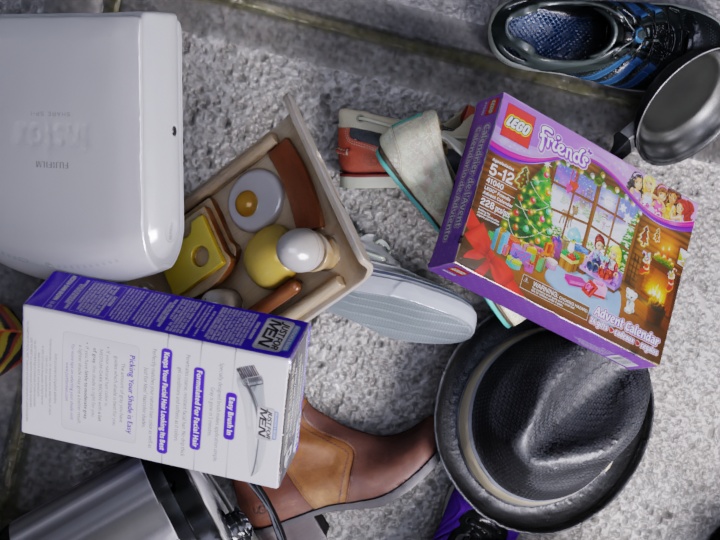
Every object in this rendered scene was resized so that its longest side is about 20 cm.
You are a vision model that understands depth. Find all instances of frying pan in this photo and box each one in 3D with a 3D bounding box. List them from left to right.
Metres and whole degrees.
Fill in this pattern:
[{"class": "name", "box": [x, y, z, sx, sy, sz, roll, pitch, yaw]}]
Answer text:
[{"class": "frying pan", "box": [0.236, -0.107, 1.227, 0.190, 0.031, 0.115, -44, 144, 10]}]

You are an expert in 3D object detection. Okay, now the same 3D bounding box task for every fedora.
[{"class": "fedora", "box": [0.159, 0.108, 1.203, 0.199, 0.092, 0.202, 4, 77, -17]}]

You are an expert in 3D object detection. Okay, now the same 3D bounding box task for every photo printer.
[{"class": "photo printer", "box": [-0.210, -0.090, 1.138, 0.165, 0.069, 0.201, 4, 99, 24]}]

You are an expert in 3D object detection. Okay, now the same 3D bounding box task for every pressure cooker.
[{"class": "pressure cooker", "box": [-0.153, 0.228, 1.157, 0.199, 0.179, 0.176, -30, 132, -5]}]

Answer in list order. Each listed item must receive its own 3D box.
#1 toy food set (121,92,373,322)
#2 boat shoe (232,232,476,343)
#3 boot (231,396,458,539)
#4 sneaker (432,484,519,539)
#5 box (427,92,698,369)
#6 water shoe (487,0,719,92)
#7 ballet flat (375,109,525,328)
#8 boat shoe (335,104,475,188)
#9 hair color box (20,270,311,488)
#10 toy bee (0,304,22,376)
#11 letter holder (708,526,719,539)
[{"class": "toy food set", "box": [-0.095, -0.016, 1.139, 0.200, 0.060, 0.144, -34, 70, 24]}, {"class": "boat shoe", "box": [0.000, 0.000, 1.206, 0.199, 0.074, 0.067, 16, 60, -11]}, {"class": "boot", "box": [-0.042, 0.105, 1.233, 0.188, 0.068, 0.201, -30, 93, 4]}, {"class": "sneaker", "box": [0.086, 0.241, 1.234, 0.069, 0.100, 0.201, 32, 93, -12]}, {"class": "box", "box": [0.155, -0.026, 1.143, 0.199, 0.039, 0.138, 25, 71, -25]}, {"class": "water shoe", "box": [0.201, -0.177, 1.207, 0.199, 0.079, 0.072, 0, 98, -8]}, {"class": "ballet flat", "box": [0.088, -0.037, 1.162, 0.062, 0.068, 0.200, -33, 118, 11]}, {"class": "boat shoe", "box": [0.079, -0.099, 1.209, 0.199, 0.071, 0.063, -2, 95, -3]}, {"class": "hair color box", "box": [-0.142, 0.078, 1.109, 0.199, 0.065, 0.110, 12, 117, 9]}, {"class": "toy bee", "box": [-0.341, 0.092, 1.143, 0.130, 0.109, 0.201, 22, 69, 26]}, {"class": "letter holder", "box": [0.320, 0.331, 1.280, 0.142, 0.101, 0.200, 38, 91, -12]}]
